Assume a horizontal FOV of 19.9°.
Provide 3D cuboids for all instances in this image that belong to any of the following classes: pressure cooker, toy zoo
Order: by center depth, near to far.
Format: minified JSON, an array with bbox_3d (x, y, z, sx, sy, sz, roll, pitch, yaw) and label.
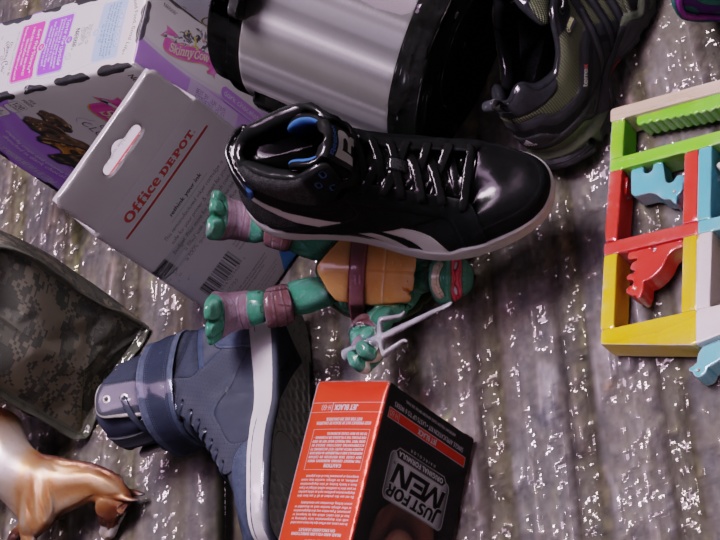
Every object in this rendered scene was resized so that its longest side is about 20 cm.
[{"bbox_3d":[0.209,-0.025,1.249,0.131,0.020,0.201,-13,57,34],"label":"toy zoo"},{"bbox_3d":[-0.011,-0.185,1.382,0.199,0.176,0.179,23,63,15],"label":"pressure cooker"}]

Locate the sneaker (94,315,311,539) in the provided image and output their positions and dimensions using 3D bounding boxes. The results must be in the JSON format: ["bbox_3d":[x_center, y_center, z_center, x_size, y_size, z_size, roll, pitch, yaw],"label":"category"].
[{"bbox_3d":[-0.106,0.118,1.373,0.145,0.077,0.203,-19,44,16],"label":"sneaker"}]

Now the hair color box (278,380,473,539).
[{"bbox_3d":[0.001,0.178,1.243,0.061,0.101,0.201,-3,64,38],"label":"hair color box"}]

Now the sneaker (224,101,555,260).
[{"bbox_3d":[0.015,-0.057,1.246,0.199,0.112,0.074,-1,71,12],"label":"sneaker"}]

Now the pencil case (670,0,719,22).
[{"bbox_3d":[0.226,-0.255,1.329,0.092,0.085,0.201,-40,44,36],"label":"pencil case"}]

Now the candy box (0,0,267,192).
[{"bbox_3d":[-0.182,-0.125,1.528,0.199,0.168,0.072,-10,59,36],"label":"candy box"}]

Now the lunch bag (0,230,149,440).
[{"bbox_3d":[-0.283,0.022,1.501,0.164,0.200,0.118,25,81,44],"label":"lunch bag"}]

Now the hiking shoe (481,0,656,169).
[{"bbox_3d":[0.136,-0.172,1.341,0.075,0.101,0.201,-2,64,38],"label":"hiking shoe"}]

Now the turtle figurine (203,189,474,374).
[{"bbox_3d":[0.000,0.000,1.337,0.199,0.101,0.151,0,71,6],"label":"turtle figurine"}]

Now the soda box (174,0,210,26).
[{"bbox_3d":[-0.133,-0.201,1.551,0.200,0.068,0.064,-36,41,54],"label":"soda box"}]

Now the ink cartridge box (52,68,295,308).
[{"bbox_3d":[-0.128,-0.057,1.419,0.068,0.200,0.116,34,88,46],"label":"ink cartridge box"}]

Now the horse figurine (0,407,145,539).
[{"bbox_3d":[-0.261,0.153,1.481,0.200,0.050,0.133,41,112,25],"label":"horse figurine"}]
